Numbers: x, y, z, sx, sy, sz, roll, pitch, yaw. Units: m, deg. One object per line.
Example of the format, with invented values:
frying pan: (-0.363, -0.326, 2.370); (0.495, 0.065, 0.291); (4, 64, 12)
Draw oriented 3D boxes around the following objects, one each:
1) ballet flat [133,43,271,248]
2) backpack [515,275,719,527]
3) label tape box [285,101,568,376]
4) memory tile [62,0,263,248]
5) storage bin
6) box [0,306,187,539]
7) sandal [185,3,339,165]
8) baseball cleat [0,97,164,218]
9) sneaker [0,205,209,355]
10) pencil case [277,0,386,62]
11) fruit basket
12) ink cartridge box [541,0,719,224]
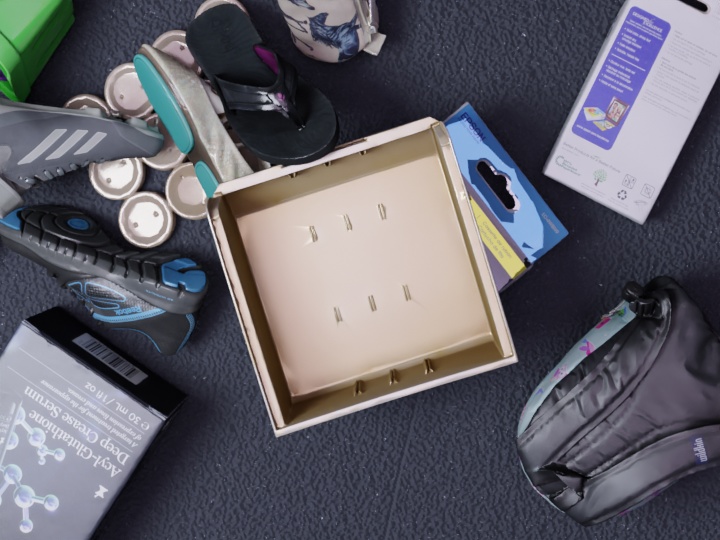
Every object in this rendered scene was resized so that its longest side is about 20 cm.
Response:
ballet flat: (-0.123, -0.109, 1.175); (0.062, 0.067, 0.202); (-31, 97, -23)
backpack: (0.225, 0.122, 1.148); (0.200, 0.127, 0.167); (-40, 80, 7)
label tape box: (0.056, -0.025, 1.177); (0.199, 0.066, 0.144); (-39, 92, 3)
memory tile: (-0.153, -0.128, 1.205); (0.199, 0.017, 0.154); (-34, 92, 5)
storage bin: (0.000, 0.000, 1.100); (0.198, 0.094, 0.201); (-17, 96, 3)
box: (-0.269, 0.158, 1.190); (0.148, 0.107, 0.201); (33, 96, 0)
sandal: (-0.089, -0.155, 1.113); (0.075, 0.048, 0.201); (-38, 56, -6)
baseball cleat: (-0.263, -0.092, 1.143); (0.198, 0.070, 0.108); (8, 89, -25)
sneaker: (-0.231, 0.009, 1.192); (0.198, 0.073, 0.083); (24, 120, 12)
pencil case: (-0.035, -0.251, 1.098); (0.088, 0.200, 0.079); (12, 67, 17)
fruit basket: (-0.366, -0.213, 1.155); (0.213, 0.155, 0.219); (1, 82, -9)
ink cartridge box: (0.241, -0.151, 1.168); (0.099, 0.039, 0.202); (27, 97, 1)
